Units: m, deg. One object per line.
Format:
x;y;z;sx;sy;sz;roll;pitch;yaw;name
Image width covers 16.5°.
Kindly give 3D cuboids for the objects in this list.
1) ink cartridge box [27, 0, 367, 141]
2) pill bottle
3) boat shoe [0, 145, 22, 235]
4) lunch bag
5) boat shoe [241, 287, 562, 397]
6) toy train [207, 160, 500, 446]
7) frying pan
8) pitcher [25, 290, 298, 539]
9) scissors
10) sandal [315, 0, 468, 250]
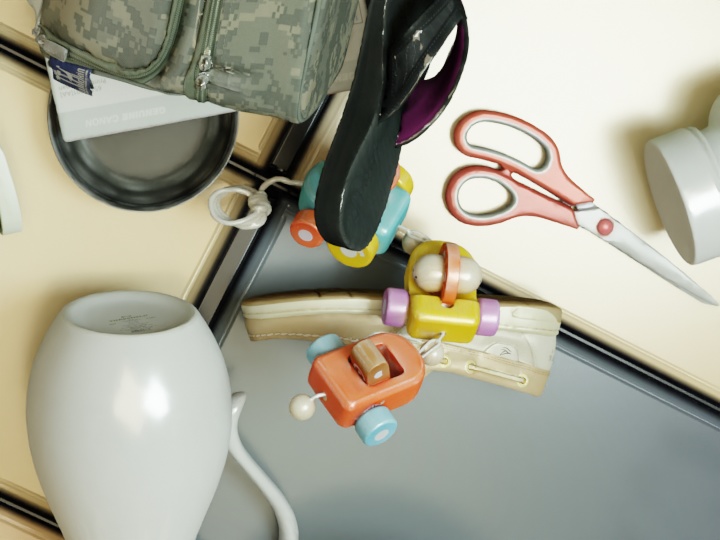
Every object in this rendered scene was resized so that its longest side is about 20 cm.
-0.097;-0.179;1.451;0.200;0.044;0.174;-10;109;5;ink cartridge box
0.281;-0.073;1.514;0.200;0.111;0.112;-20;101;-6;pill bottle
-0.253;-0.109;1.450;0.060;0.072;0.202;-18;105;-10;boat shoe
-0.084;-0.189;1.359;0.167;0.139;0.200;15;110;8;lunch bag
0.025;0.048;1.515;0.200;0.074;0.069;3;93;-10;boat shoe
0.000;0.000;1.448;0.150;0.056;0.200;-16;57;-26;toy train
-0.099;-0.114;1.485;0.190;0.031;0.115;-35;94;0;frying pan
-0.116;0.115;1.494;0.171;0.121;0.200;-9;112;-28;pitcher
0.145;-0.039;1.549;0.200;0.014;0.073;19;94;-9;scissors
0.029;-0.106;1.413;0.048;0.075;0.201;13;83;25;sandal
